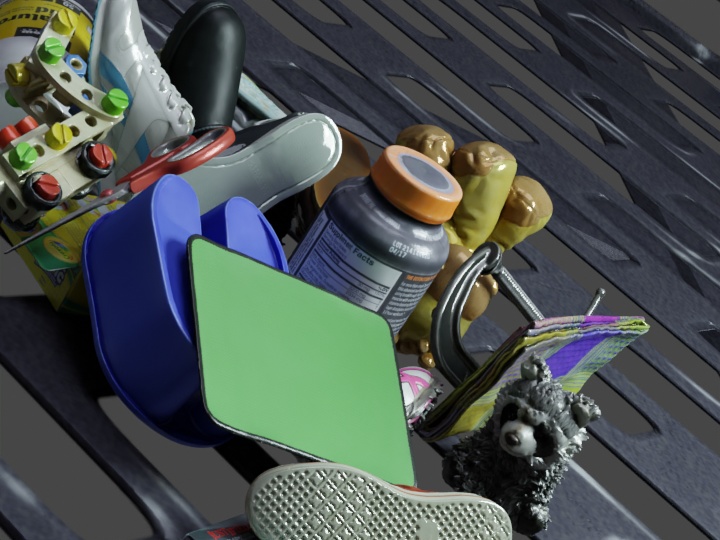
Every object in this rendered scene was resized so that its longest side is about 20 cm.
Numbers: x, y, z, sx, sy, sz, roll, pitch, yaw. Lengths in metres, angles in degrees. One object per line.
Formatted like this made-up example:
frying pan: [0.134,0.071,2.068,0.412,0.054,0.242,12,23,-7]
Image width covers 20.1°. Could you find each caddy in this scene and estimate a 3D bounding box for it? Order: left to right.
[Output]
caddy: [-0.128,0.030,1.471,0.141,0.105,0.200,18,46,-40]

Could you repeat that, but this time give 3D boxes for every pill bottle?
pill bottle: [-0.274,-0.153,1.693,0.111,0.111,0.200,26,22,-14]
pill bottle: [0.000,0.000,1.597,0.106,0.200,0.106,28,23,-13]

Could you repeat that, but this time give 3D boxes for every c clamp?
c clamp: [0.126,0.046,1.730,0.027,0.171,0.200,11,-21,40]

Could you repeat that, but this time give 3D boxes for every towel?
towel: [-0.093,-0.136,1.931,0.200,0.048,0.171,45,8,24]
towel: [0.143,0.088,1.658,0.200,0.144,0.023,-1,50,-54]

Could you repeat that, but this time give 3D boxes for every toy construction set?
toy construction set: [-0.255,-0.102,1.514,0.200,0.092,0.131,-38,89,-33]

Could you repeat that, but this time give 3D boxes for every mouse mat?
mouse mat: [-0.041,0.067,1.438,0.200,0.008,0.161,23,43,-36]

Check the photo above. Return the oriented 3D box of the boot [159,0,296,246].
boot: [-0.113,-0.109,1.714,0.073,0.198,0.162,3,28,-47]

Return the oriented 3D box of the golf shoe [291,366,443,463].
golf shoe: [0.002,0.102,1.549,0.092,0.073,0.200,38,21,8]

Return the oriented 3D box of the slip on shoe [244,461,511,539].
slip on shoe: [0.007,0.171,1.377,0.200,0.074,0.061,10,-7,-31]

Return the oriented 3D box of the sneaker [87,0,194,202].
sneaker: [-0.178,-0.138,1.665,0.081,0.200,0.077,-4,13,2]

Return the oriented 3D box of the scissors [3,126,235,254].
scissors: [-0.174,-0.061,1.503,0.073,0.014,0.200,0,26,42]

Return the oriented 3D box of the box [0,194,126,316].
box: [-0.189,-0.008,1.577,0.200,0.048,0.117,14,27,-43]

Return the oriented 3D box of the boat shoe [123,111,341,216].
boat shoe: [-0.108,-0.067,1.602,0.200,0.076,0.060,-22,13,-27]

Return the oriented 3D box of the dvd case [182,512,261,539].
dvd case: [-0.009,0.227,1.329,0.200,0.022,0.146,40,22,19]

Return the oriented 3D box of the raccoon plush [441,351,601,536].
raccoon plush: [0.138,0.117,1.621,0.097,0.134,0.200,30,21,-1]

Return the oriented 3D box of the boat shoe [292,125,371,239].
boat shoe: [-0.026,-0.053,1.740,0.070,0.070,0.200,32,22,-14]

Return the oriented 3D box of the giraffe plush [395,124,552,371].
giraffe plush: [0.065,-0.001,1.775,0.172,0.200,0.162,18,39,-4]
